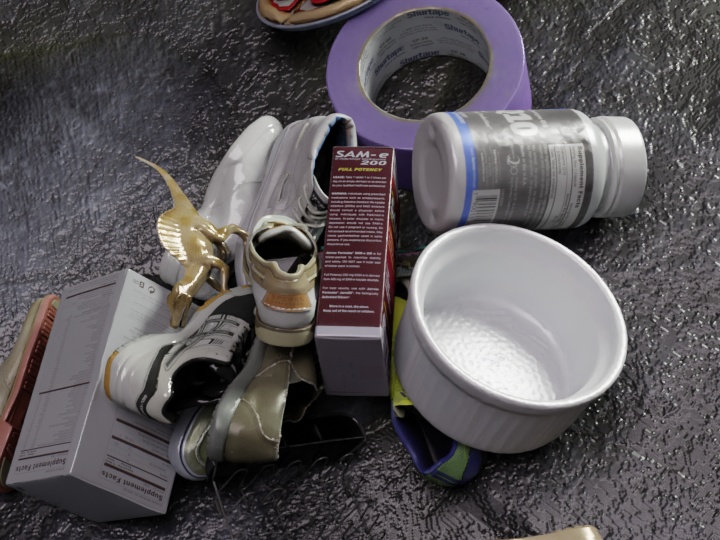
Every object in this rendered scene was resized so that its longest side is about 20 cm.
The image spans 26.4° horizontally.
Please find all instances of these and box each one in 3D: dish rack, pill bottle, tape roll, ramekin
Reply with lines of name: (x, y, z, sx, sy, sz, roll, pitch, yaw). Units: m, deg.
dish rack: (-0.044, 0.227, 1.340, 0.153, 0.055, 0.200, -4, 56, -31)
pill bottle: (0.158, -0.094, 1.433, 0.199, 0.114, 0.114, -3, 60, -18)
tape roll: (0.070, -0.186, 1.546, 0.199, 0.085, 0.201, -5, 63, 9)
ramekin: (0.125, 0.064, 1.362, 0.200, 0.098, 0.201, 11, 49, -13)

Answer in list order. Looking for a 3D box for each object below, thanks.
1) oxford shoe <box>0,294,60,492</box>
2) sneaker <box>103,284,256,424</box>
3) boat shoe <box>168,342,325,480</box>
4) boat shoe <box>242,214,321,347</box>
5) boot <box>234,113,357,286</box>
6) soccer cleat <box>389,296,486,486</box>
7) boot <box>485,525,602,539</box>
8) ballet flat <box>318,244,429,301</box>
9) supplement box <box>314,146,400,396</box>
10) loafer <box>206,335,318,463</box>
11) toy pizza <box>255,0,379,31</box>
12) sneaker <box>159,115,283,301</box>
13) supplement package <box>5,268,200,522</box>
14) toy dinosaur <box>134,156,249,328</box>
oxford shoe: (-0.345, 0.112, 1.492, 0.074, 0.071, 0.201, 9, 65, 19)
sneaker: (-0.129, 0.081, 1.369, 0.088, 0.076, 0.200, 25, 41, 36)
boat shoe: (-0.091, 0.117, 1.408, 0.200, 0.072, 0.062, -43, 24, -26)
boat shoe: (-0.065, -0.009, 1.359, 0.074, 0.069, 0.200, 1, 26, -10)
boot: (-0.060, -0.059, 1.480, 0.073, 0.095, 0.201, 19, 75, -27)
soccer cleat: (0.050, 0.103, 1.395, 0.065, 0.084, 0.201, -38, 61, 26)
boot: (0.136, 0.310, 1.285, 0.199, 0.072, 0.167, -14, 58, -1)
ballet flat: (0.051, 0.006, 1.470, 0.199, 0.069, 0.071, -5, 81, 14)
supplement box: (0.000, 0.000, 1.375, 0.061, 0.109, 0.201, 1, 58, 5)
loafer: (-0.069, 0.100, 1.336, 0.069, 0.075, 0.200, 19, 44, 9)
toy pizza: (-0.024, -0.321, 1.616, 0.200, 0.032, 0.201, -19, 35, 14)
sneaker: (-0.115, -0.056, 1.537, 0.088, 0.075, 0.200, 27, 79, 11)
supplement package: (-0.229, 0.118, 1.419, 0.114, 0.109, 0.201, -14, 55, 45)
toy dinosaur: (-0.154, -0.034, 1.445, 0.058, 0.101, 0.201, -39, 48, 32)
